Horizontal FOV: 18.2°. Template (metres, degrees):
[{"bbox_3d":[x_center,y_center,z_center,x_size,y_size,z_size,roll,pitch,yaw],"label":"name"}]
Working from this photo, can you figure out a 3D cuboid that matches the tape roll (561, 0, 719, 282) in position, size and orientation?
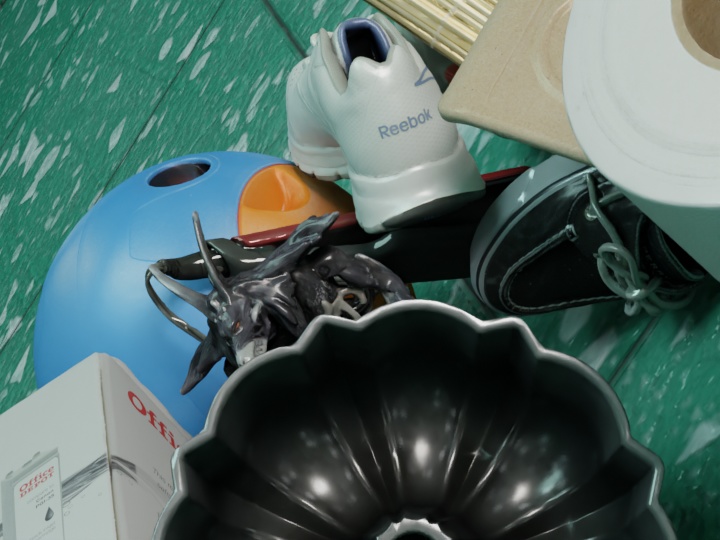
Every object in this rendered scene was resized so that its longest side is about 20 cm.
[{"bbox_3d":[0.184,-0.070,0.730,0.202,0.139,0.203,-31,39,29],"label":"tape roll"}]

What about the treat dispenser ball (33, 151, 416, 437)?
[{"bbox_3d":[-0.067,0.040,1.150,0.201,0.200,0.201,-48,23,28],"label":"treat dispenser ball"}]

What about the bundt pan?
[{"bbox_3d":[0.021,0.117,0.873,0.076,0.201,0.203,78,-143,-76],"label":"bundt pan"}]

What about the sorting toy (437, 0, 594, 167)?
[{"bbox_3d":[0.154,-0.106,0.915,0.199,0.037,0.186,18,66,29],"label":"sorting toy"}]

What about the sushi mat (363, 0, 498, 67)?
[{"bbox_3d":[0.093,-0.117,1.021,0.096,0.200,0.012,-56,-11,4],"label":"sushi mat"}]

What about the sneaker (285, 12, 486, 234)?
[{"bbox_3d":[0.005,-0.083,1.058,0.074,0.088,0.200,-21,19,-11],"label":"sneaker"}]

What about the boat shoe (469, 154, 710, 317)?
[{"bbox_3d":[0.126,-0.017,0.963,0.199,0.074,0.068,-26,42,32],"label":"boat shoe"}]

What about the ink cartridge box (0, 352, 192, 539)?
[{"bbox_3d":[-0.093,0.154,0.959,0.083,0.147,0.200,-32,33,11],"label":"ink cartridge box"}]

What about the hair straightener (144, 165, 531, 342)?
[{"bbox_3d":[0.000,0.000,1.038,0.041,0.199,0.077,101,156,-47],"label":"hair straightener"}]

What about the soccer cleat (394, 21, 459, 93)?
[{"bbox_3d":[0.045,-0.119,1.140,0.077,0.200,0.069,31,86,26],"label":"soccer cleat"}]

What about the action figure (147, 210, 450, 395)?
[{"bbox_3d":[0.000,0.053,0.974,0.119,0.199,0.102,-51,21,21],"label":"action figure"}]
